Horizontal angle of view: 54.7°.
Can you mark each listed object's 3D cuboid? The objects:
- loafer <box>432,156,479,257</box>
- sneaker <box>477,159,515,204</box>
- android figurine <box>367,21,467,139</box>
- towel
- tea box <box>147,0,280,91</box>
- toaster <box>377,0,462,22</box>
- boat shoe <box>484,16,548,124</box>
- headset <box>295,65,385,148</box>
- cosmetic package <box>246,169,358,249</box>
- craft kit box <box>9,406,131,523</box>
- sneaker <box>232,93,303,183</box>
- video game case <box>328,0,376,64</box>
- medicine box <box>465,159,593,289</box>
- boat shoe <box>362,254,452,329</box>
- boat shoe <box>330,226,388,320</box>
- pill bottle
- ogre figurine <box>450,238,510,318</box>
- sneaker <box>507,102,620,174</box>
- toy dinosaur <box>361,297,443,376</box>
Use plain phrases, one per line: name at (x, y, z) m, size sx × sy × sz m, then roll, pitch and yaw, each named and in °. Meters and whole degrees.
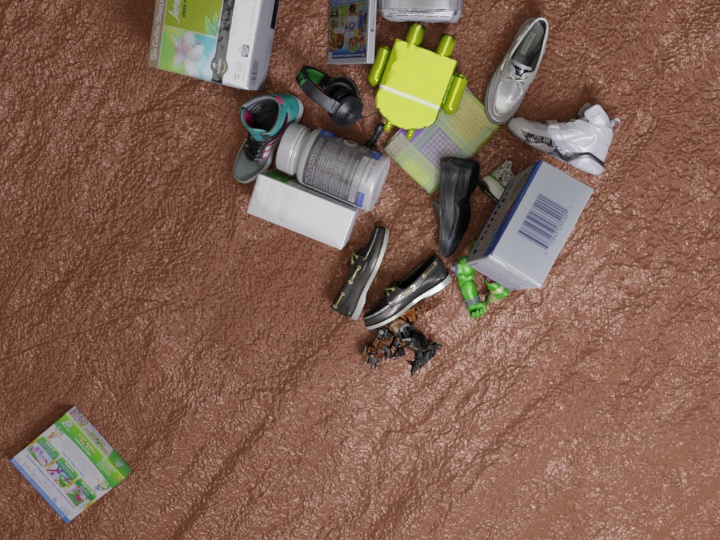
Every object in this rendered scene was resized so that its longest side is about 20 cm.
loafer at (0.174, -0.124, 1.347) m, size 0.072 × 0.073 × 0.202 m, roll 21°, pitch 114°, yaw 23°
sneaker at (0.323, -0.134, 1.327) m, size 0.200 × 0.077 × 0.089 m, roll 40°, pitch 96°, yaw -6°
android figurine at (0.102, -0.347, 1.293) m, size 0.181 × 0.041 × 0.202 m, roll 20°, pitch 105°, yaw 7°
towel at (0.158, -0.261, 1.338) m, size 0.144 × 0.023 × 0.200 m, roll 43°, pitch 105°, yaw -5°
tea box at (-0.265, -0.452, 1.282) m, size 0.195 × 0.134 × 0.202 m, roll 13°, pitch 105°, yaw 4°
toaster at (0.114, -0.512, 1.238) m, size 0.198 × 0.114 × 0.130 m, roll 3°, pitch 108°, yaw 5°
boat shoe at (0.288, -0.363, 1.268) m, size 0.072 × 0.066 × 0.201 m, roll 27°, pitch 99°, yaw -4°
headset at (-0.039, -0.304, 1.306) m, size 0.199 × 0.124 × 0.094 m, roll 25°, pitch 118°, yaw -26°
cosmetic package at (-0.108, -0.120, 1.357) m, size 0.198 × 0.108 × 0.085 m, roll 20°, pitch 104°, yaw 0°
craft kit box at (-0.661, 0.444, 1.587) m, size 0.197 × 0.049 × 0.200 m, roll -37°, pitch 97°, yaw 16°
sneaker at (-0.196, -0.254, 1.320) m, size 0.083 × 0.121 × 0.201 m, roll 40°, pitch 103°, yaw 14°
video game case at (-0.015, -0.477, 1.255) m, size 0.018 × 0.143 × 0.202 m, roll -6°, pitch 106°, yaw -32°
medicine box at (0.281, -0.071, 1.194) m, size 0.102 × 0.200 × 0.183 m, roll 29°, pitch 87°, yaw -2°
boat shoe at (0.084, 0.043, 1.387) m, size 0.200 × 0.072 × 0.061 m, roll -33°, pitch 105°, yaw 0°
boat shoe at (0.000, 0.000, 1.386) m, size 0.060 × 0.072 × 0.203 m, roll 20°, pitch 106°, yaw -4°
pill bottle at (-0.053, -0.201, 1.324) m, size 0.199 × 0.114 × 0.115 m, roll 23°, pitch 105°, yaw 6°
ogre figurine at (0.263, -0.013, 1.348) m, size 0.199 × 0.098 × 0.120 m, roll -35°, pitch 109°, yaw 24°
sneaker at (0.379, -0.266, 1.287) m, size 0.199 × 0.075 × 0.116 m, roll 24°, pitch 104°, yaw -5°
toy dinosaur at (0.089, 0.135, 1.408) m, size 0.136 × 0.102 × 0.200 m, roll 47°, pitch 127°, yaw 12°
